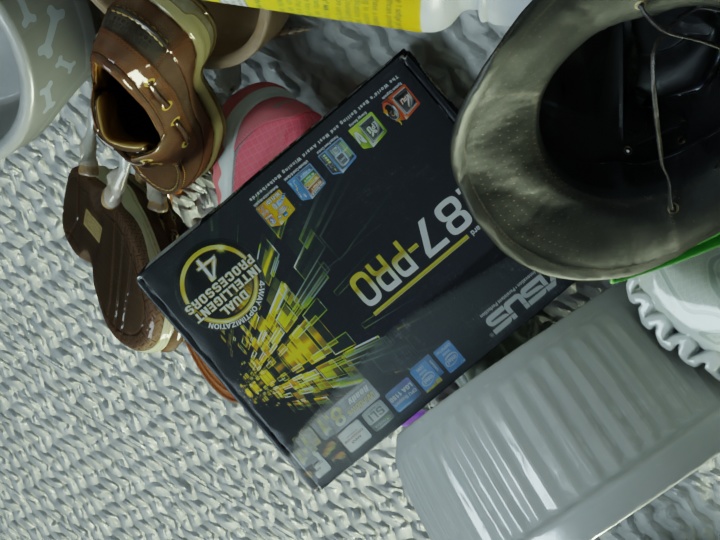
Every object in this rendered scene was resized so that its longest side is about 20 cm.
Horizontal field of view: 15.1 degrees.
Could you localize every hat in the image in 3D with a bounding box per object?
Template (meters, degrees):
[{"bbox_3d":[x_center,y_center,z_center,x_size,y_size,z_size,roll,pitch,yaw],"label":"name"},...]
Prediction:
[{"bbox_3d":[0.130,-0.095,1.291,0.081,0.200,0.201,-114,8,-50],"label":"hat"}]

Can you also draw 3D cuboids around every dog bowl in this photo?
[{"bbox_3d":[-0.256,-0.146,1.607,0.200,0.059,0.200,17,134,18],"label":"dog bowl"}]

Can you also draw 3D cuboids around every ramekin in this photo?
[{"bbox_3d":[0.113,0.090,1.476,0.105,0.200,0.200,56,151,6],"label":"ramekin"}]

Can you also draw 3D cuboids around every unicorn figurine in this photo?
[{"bbox_3d":[-0.126,-0.108,1.651,0.200,0.074,0.138,29,113,50],"label":"unicorn figurine"}]

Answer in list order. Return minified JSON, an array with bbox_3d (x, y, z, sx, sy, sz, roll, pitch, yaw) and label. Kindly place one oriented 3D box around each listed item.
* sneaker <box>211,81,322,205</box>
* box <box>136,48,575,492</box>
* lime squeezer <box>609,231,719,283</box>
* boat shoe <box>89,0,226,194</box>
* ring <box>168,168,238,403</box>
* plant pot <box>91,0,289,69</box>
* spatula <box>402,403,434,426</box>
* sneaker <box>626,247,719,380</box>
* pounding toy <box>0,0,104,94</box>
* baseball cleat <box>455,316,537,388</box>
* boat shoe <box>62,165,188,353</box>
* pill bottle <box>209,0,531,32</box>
[{"bbox_3d":[-0.048,-0.006,1.584,0.087,0.074,0.201,21,115,56],"label":"sneaker"},{"bbox_3d":[0.000,0.000,1.521,0.161,0.200,0.049,50,-173,-6],"label":"box"},{"bbox_3d":[0.226,-0.014,1.333,0.199,0.071,0.038,8,124,9],"label":"lime squeezer"},{"bbox_3d":[-0.122,-0.093,1.508,0.072,0.068,0.200,34,159,13],"label":"boat shoe"},{"bbox_3d":[-0.092,-0.014,1.729,0.200,0.019,0.201,45,142,52],"label":"ring"},{"bbox_3d":[-0.095,-0.218,1.487,0.201,0.093,0.201,33,146,26],"label":"plant pot"},{"bbox_3d":[0.034,0.057,1.648,0.056,0.021,0.200,4,148,13],"label":"spatula"},{"bbox_3d":[0.216,0.032,1.403,0.200,0.075,0.081,45,132,9],"label":"sneaker"},{"bbox_3d":[-0.275,-0.218,1.702,0.200,0.142,0.184,-5,123,35],"label":"pounding toy"},{"bbox_3d":[0.081,0.077,1.621,0.200,0.070,0.106,56,150,-11],"label":"baseball cleat"},{"bbox_3d":[-0.127,-0.013,1.695,0.202,0.075,0.075,-122,42,-55],"label":"boat shoe"},{"bbox_3d":[-0.001,-0.178,1.320,0.199,0.115,0.114,9,141,6],"label":"pill bottle"}]
